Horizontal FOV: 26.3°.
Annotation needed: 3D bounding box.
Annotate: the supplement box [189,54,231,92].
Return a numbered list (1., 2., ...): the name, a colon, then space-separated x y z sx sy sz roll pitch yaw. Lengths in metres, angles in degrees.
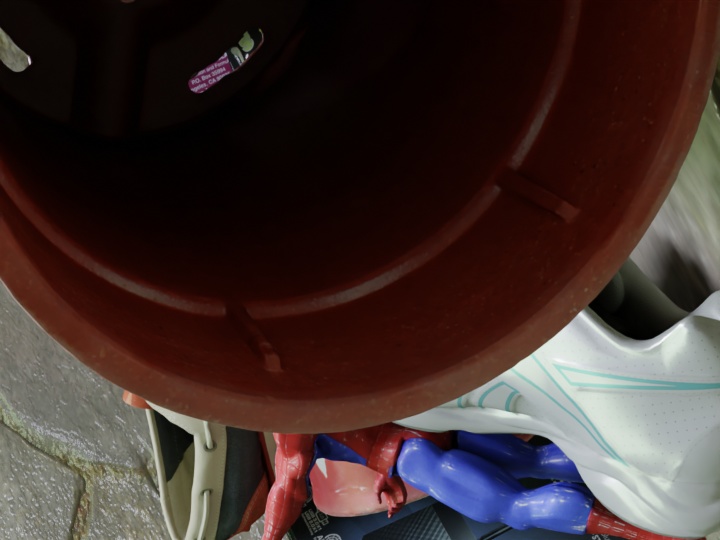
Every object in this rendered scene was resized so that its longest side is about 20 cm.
1. supplement box: -0.133 -0.173 1.211 0.131 0.102 0.202 -146 33 -77

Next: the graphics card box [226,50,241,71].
1. graphics card box: -0.042 -0.096 1.041 0.201 0.050 0.126 74 169 -51

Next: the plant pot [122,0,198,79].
1. plant pot: -0.109 -0.188 0.821 0.201 0.092 0.203 -16 -90 -88

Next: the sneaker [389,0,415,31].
1. sneaker: 0.030 -0.064 0.592 0.094 0.070 0.200 54 170 33

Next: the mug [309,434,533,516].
1. mug: 0.008 -0.005 0.721 0.177 0.133 0.202 -9 108 62

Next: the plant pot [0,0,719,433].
1. plant pot: -0.037 -0.086 0.426 0.195 0.200 0.202 36 151 60

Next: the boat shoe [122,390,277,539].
1. boat shoe: -0.084 0.054 0.739 0.071 0.062 0.201 41 151 46

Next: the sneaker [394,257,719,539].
1. sneaker: 0.061 0.021 0.542 0.199 0.070 0.081 17 124 39

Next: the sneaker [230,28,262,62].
1. sneaker: -0.031 -0.096 0.875 0.076 0.076 0.201 61 170 28

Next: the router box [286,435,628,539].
1. router box: 0.042 0.133 0.808 0.200 0.149 0.062 56 167 46

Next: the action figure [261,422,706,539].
1. action figure: 0.027 0.093 0.603 0.065 0.198 0.100 -56 -16 -57
